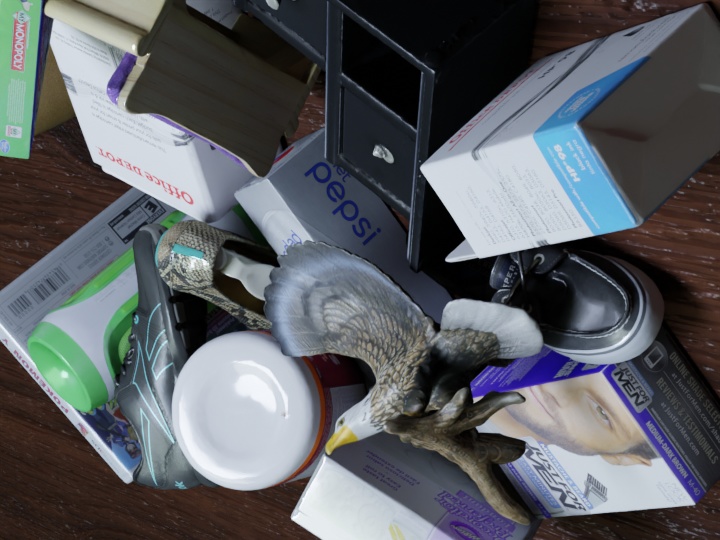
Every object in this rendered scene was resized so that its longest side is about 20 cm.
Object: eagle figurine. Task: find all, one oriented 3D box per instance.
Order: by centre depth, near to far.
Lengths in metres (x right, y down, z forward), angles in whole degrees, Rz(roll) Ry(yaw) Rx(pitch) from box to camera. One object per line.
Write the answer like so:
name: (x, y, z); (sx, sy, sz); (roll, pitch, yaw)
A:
eagle figurine: (0.029, 0.060, 1.314); (0.200, 0.149, 0.153); (-116, 17, -59)

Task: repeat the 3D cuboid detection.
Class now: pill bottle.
pill bottle: (-0.054, 0.098, 1.484); (0.109, 0.110, 0.200); (42, -170, 12)

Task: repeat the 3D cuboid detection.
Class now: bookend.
bookend: (-0.002, -0.138, 1.253); (0.200, 0.092, 0.199); (40, 153, 21)

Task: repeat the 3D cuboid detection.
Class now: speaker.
speaker: (-0.164, 0.020, 1.600); (0.088, 0.200, 0.089); (36, 152, 23)

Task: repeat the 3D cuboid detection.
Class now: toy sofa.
toy sofa: (-0.114, -0.139, 1.319); (0.082, 0.098, 0.200); (27, -178, 30)

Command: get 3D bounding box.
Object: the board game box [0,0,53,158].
board game box: (-0.213, -0.190, 1.321); (0.029, 0.136, 0.201); (8, 140, -8)

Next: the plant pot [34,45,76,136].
plant pot: (-0.306, -0.165, 1.576); (0.186, 0.200, 0.187); (37, 151, 24)

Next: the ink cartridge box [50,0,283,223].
ink cartridge box: (-0.149, -0.152, 1.475); (0.145, 0.084, 0.201); (27, 146, 38)

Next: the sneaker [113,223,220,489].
sneaker: (-0.151, 0.067, 1.515); (0.075, 0.078, 0.202); (-10, -92, -74)

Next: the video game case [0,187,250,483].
video game case: (-0.180, 0.044, 1.659); (0.182, 0.200, 0.023); (48, 146, 1)

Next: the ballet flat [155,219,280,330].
ballet flat: (-0.069, 0.012, 1.510); (0.075, 0.069, 0.199); (15, 176, 35)

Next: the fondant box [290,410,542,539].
fondant box: (0.051, 0.166, 1.457); (0.144, 0.200, 0.059); (32, 109, 10)

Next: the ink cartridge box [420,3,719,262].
ink cartridge box: (0.114, -0.072, 1.132); (0.067, 0.116, 0.199); (54, 153, -13)

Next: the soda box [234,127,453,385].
soda box: (0.000, 0.000, 1.467); (0.201, 0.068, 0.063); (54, 154, -10)

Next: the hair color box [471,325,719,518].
hair color box: (0.156, 0.103, 1.367); (0.110, 0.065, 0.200); (53, 153, -8)

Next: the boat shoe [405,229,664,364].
boat shoe: (0.103, 0.003, 1.291); (0.066, 0.071, 0.199); (19, -173, -42)
